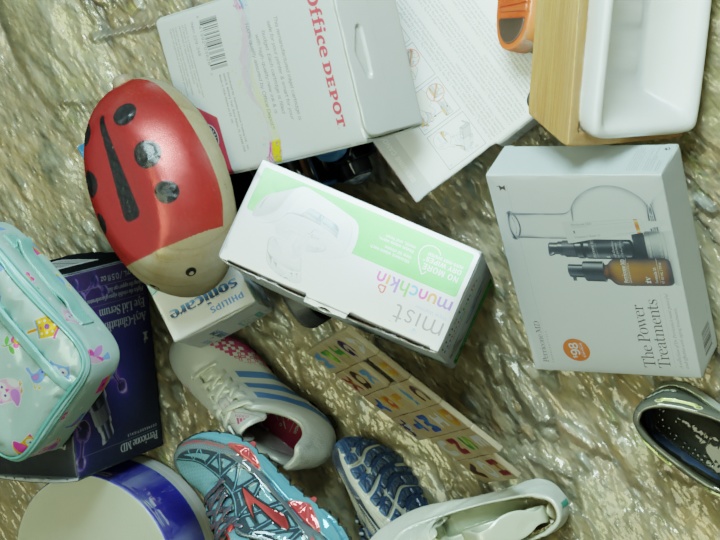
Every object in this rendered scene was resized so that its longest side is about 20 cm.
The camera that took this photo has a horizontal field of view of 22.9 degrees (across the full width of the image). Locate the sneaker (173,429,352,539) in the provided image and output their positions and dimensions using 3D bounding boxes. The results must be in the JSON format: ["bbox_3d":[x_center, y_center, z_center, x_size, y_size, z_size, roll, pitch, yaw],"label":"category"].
[{"bbox_3d":[-0.102,0.222,1.601,0.200,0.096,0.079,34,138,21],"label":"sneaker"}]

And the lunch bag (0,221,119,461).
[{"bbox_3d":[-0.322,0.059,1.611,0.200,0.077,0.160,45,117,14],"label":"lunch bag"}]

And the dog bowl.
[{"bbox_3d":[-0.244,0.289,1.778,0.200,0.079,0.200,5,101,28],"label":"dog bowl"}]

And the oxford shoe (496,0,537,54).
[{"bbox_3d":[0.161,-0.270,1.464,0.071,0.073,0.200,-5,75,65],"label":"oxford shoe"}]

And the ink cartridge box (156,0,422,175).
[{"bbox_3d":[-0.061,-0.166,1.487,0.200,0.086,0.148,-8,98,39],"label":"ink cartridge box"}]

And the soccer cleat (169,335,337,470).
[{"bbox_3d":[-0.112,0.120,1.671,0.200,0.086,0.070,32,112,21],"label":"soccer cleat"}]

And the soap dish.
[{"bbox_3d":[0.206,-0.203,1.407,0.081,0.157,0.200,14,106,43],"label":"soap dish"}]

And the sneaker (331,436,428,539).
[{"bbox_3d":[0.025,0.247,1.627,0.085,0.077,0.200,-40,79,32],"label":"sneaker"}]

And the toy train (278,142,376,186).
[{"bbox_3d":[-0.056,-0.163,1.595,0.114,0.087,0.200,-23,89,39],"label":"toy train"}]

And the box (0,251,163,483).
[{"bbox_3d":[-0.281,0.092,1.725,0.104,0.148,0.200,-1,99,28],"label":"box"}]

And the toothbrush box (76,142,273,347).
[{"bbox_3d":[-0.167,-0.036,1.628,0.085,0.146,0.200,-26,83,1],"label":"toothbrush box"}]

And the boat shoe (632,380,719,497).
[{"bbox_3d":[0.316,0.160,1.458,0.202,0.060,0.072,30,112,21],"label":"boat shoe"}]

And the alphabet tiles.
[{"bbox_3d":[0.047,0.122,1.552,0.200,0.167,0.008,39,74,-5],"label":"alphabet tiles"}]

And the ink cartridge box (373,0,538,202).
[{"bbox_3d":[0.066,-0.187,1.517,0.176,0.045,0.200,-37,80,11],"label":"ink cartridge box"}]

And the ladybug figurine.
[{"bbox_3d":[-0.178,-0.071,1.501,0.136,0.072,0.200,-27,82,33],"label":"ladybug figurine"}]

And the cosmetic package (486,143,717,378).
[{"bbox_3d":[0.199,-0.007,1.455,0.151,0.052,0.200,2,126,31],"label":"cosmetic package"}]

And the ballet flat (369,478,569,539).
[{"bbox_3d":[0.087,0.232,1.545,0.200,0.069,0.070,-20,89,0],"label":"ballet flat"}]

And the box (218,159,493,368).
[{"bbox_3d":[0.000,0.000,1.503,0.200,0.176,0.097,24,86,10],"label":"box"}]

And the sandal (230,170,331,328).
[{"bbox_3d":[-0.079,-0.042,1.637,0.043,0.076,0.200,-33,93,22],"label":"sandal"}]
